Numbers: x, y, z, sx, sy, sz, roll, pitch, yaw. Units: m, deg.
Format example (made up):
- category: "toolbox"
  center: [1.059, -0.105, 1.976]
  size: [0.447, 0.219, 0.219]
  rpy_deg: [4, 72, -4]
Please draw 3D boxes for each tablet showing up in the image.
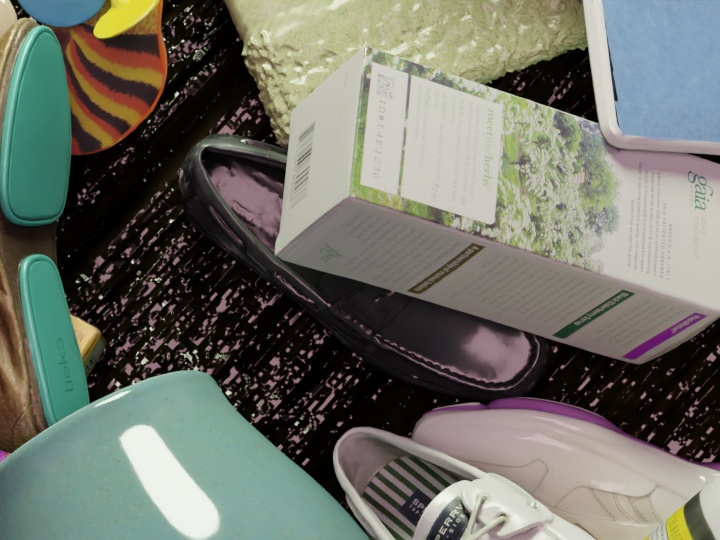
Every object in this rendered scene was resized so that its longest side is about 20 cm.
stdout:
- category: "tablet"
  center: [0.194, -0.115, 1.261]
  size: [0.199, 0.014, 0.131]
  rpy_deg: [3, 73, -28]

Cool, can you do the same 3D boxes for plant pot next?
- category: "plant pot"
  center: [-0.079, 0.156, 1.174]
  size: [0.199, 0.200, 0.189]
  rpy_deg: [-30, 76, -5]

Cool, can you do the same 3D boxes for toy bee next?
- category: "toy bee"
  center: [-0.115, -0.155, 1.239]
  size: [0.108, 0.201, 0.131]
  rpy_deg: [-13, 48, -4]

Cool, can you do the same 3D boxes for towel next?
- category: "towel"
  center: [0.025, -0.149, 1.291]
  size: [0.199, 0.037, 0.149]
  rpy_deg: [-22, 77, -13]

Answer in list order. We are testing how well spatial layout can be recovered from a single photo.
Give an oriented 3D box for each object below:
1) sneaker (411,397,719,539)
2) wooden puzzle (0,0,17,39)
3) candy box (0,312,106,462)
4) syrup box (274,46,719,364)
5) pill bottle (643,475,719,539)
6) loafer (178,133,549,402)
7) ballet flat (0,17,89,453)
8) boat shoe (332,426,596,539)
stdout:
- category: "sneaker"
  center: [0.113, 0.122, 1.236]
  size: [0.199, 0.075, 0.100]
  rpy_deg: [20, 81, 3]
- category: "wooden puzzle"
  center: [-0.284, -0.120, 1.248]
  size: [0.184, 0.037, 0.200]
  rpy_deg: [-33, 55, -17]
- category: "candy box"
  center: [-0.222, 0.086, 1.249]
  size: [0.116, 0.056, 0.201]
  rpy_deg: [31, 83, 4]
- category: "syrup box"
  center: [0.069, -0.027, 1.216]
  size: [0.199, 0.081, 0.079]
  rpy_deg: [17, 63, -22]
- category: "pill bottle"
  center: [0.127, 0.192, 1.166]
  size: [0.200, 0.112, 0.113]
  rpy_deg: [-42, 83, 15]
- category: "loafer"
  center: [0.000, 0.000, 1.257]
  size: [0.200, 0.070, 0.068]
  rpy_deg: [32, 82, 4]
- category: "ballet flat"
  center: [-0.169, -0.013, 1.209]
  size: [0.072, 0.068, 0.202]
  rpy_deg: [-6, 89, 23]
- category: "boat shoe"
  center: [0.048, 0.125, 1.152]
  size: [0.074, 0.200, 0.067]
  rpy_deg: [-53, 126, -11]
